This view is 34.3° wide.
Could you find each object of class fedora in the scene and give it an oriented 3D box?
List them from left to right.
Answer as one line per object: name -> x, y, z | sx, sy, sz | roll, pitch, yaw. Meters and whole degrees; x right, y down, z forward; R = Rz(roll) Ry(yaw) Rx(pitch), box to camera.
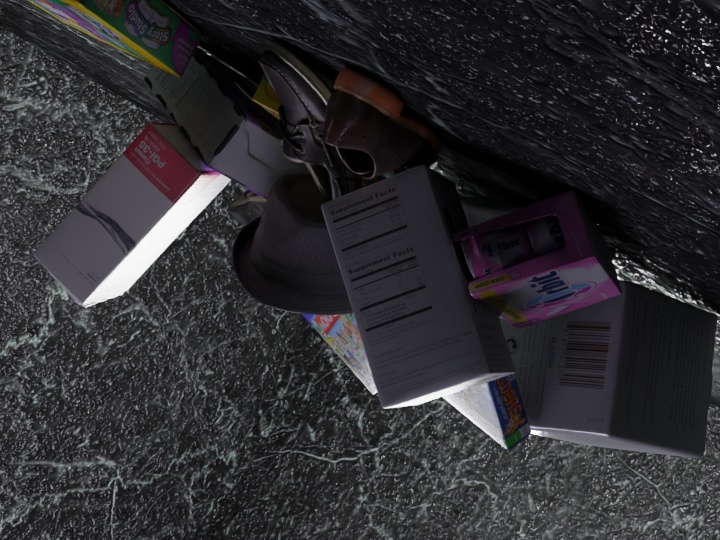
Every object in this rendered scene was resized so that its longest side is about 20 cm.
fedora -> -0.045, -0.044, 1.225 | 0.177, 0.090, 0.200 | 8, -151, 3

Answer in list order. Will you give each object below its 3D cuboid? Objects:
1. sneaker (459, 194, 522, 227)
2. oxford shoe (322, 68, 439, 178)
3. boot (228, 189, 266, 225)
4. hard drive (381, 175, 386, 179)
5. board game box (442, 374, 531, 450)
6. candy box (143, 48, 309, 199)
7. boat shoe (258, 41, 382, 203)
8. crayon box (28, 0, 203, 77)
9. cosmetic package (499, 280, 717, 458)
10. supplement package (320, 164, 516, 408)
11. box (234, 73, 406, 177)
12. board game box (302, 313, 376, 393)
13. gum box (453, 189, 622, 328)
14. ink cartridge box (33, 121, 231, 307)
sneaker -> 0.129, -0.038, 1.277 | 0.200, 0.074, 0.118 | 10, 174, 23
oxford shoe -> 0.014, -0.118, 1.065 | 0.071, 0.073, 0.200 | 27, 179, 27
boot -> -0.080, -0.118, 1.478 | 0.073, 0.151, 0.200 | 40, 164, -19
hard drive -> 0.045, -0.031, 1.465 | 0.200, 0.025, 0.132 | 61, 150, 17
board game box -> 0.094, 0.091, 1.252 | 0.200, 0.034, 0.135 | 37, 155, 47
candy box -> -0.136, -0.165, 1.344 | 0.168, 0.072, 0.200 | 28, -163, -46
boat shoe -> -0.043, -0.125, 1.101 | 0.073, 0.065, 0.200 | 38, 167, 52
crayon box -> -0.278, -0.279, 1.168 | 0.172, 0.058, 0.200 | 26, 179, 21
cosmetic package -> 0.271, 0.110, 1.301 | 0.166, 0.167, 0.200 | -1, 166, 45
supplement package -> 0.056, 0.018, 1.101 | 0.114, 0.109, 0.200 | 12, -120, -71
box -> -0.031, -0.155, 1.228 | 0.200, 0.048, 0.117 | 26, 180, 6
board game box -> -0.002, 0.071, 1.351 | 0.135, 0.029, 0.200 | 48, 163, 4
gum box -> 0.170, -0.006, 1.095 | 0.200, 0.113, 0.066 | 31, -138, -67
ink cartridge box -> -0.248, -0.064, 1.295 | 0.083, 0.200, 0.147 | 45, -170, 2
